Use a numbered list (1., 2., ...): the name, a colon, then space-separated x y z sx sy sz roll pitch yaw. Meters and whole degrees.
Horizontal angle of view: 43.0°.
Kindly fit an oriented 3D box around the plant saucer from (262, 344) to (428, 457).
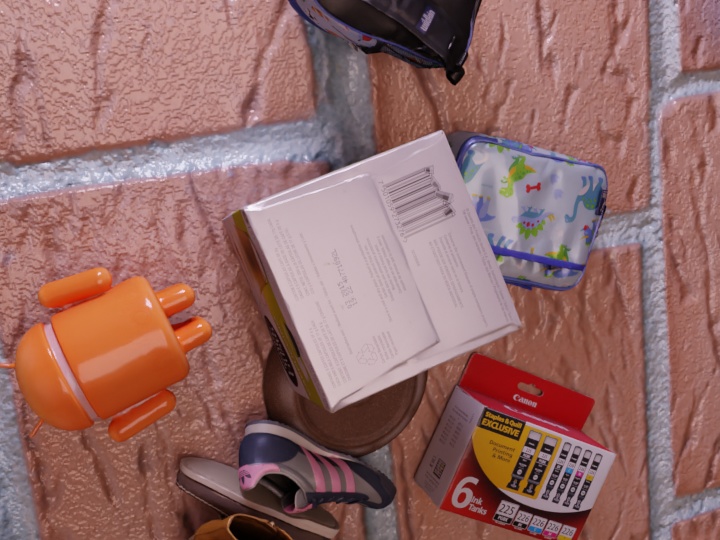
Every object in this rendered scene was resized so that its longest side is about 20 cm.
1. plant saucer: -0.009 0.127 1.032 0.200 0.037 0.201 -4 103 -19

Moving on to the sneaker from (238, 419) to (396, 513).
1. sneaker: -0.050 0.239 1.008 0.200 0.070 0.082 28 51 -21

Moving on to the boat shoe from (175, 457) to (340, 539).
1. boat shoe: -0.119 0.267 1.007 0.200 0.072 0.060 29 97 -23

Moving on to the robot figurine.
1. robot figurine: -0.248 0.079 0.894 0.200 0.117 0.144 -27 137 -13

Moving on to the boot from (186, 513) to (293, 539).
1. boot: -0.087 0.325 0.959 0.201 0.144 0.071 36 51 -18

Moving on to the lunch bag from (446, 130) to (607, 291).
1. lunch bag: 0.173 -0.062 1.031 0.199 0.082 0.161 12 100 -20

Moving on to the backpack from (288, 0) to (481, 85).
1. backpack: 0.022 -0.301 0.885 0.190 0.154 0.201 13 91 -30

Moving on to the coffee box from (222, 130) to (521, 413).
1. coffee box: 0.000 0.000 0.901 0.200 0.198 0.200 -23 96 -14

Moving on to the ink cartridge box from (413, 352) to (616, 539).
1. ink cartridge box: 0.194 0.216 1.098 0.200 0.084 0.176 21 94 -22
